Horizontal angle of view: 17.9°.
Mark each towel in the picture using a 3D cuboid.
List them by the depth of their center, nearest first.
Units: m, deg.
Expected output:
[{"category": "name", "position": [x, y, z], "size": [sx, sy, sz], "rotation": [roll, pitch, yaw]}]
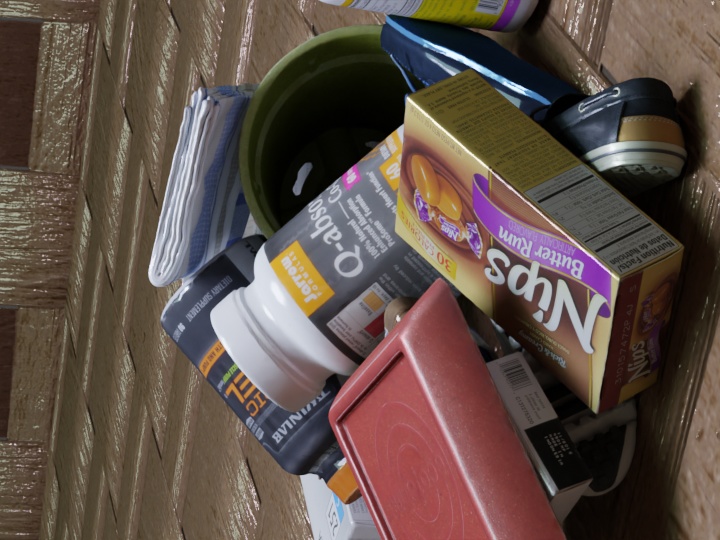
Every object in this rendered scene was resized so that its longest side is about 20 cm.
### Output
[{"category": "towel", "position": [-0.105, -0.067, 1.694], "size": [0.200, 0.024, 0.147], "rotation": [-27, -47, -76]}]

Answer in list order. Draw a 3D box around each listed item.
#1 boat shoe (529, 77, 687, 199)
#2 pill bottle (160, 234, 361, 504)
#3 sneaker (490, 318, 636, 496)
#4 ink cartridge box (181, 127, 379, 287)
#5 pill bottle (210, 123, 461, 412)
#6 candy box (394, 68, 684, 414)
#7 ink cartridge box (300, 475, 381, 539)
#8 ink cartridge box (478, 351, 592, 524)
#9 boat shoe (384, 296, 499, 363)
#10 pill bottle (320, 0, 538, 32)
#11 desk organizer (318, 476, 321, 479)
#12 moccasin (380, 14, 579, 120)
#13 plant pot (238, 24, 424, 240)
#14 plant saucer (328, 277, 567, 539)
[{"category": "boat shoe", "position": [0.141, -0.077, 1.436], "size": [0.200, 0.075, 0.062], "rotation": [160, 114, -66]}, {"category": "pill bottle", "position": [-0.048, 0.078, 1.702], "size": [0.200, 0.106, 0.106], "rotation": [48, 151, 10]}, {"category": "sneaker", "position": [0.130, 0.067, 1.480], "size": [0.081, 0.075, 0.200], "rotation": [70, -179, -52]}, {"category": "ink cartridge box", "position": [-0.050, -0.053, 1.873], "size": [0.047, 0.200, 0.160], "rotation": [-166, 79, -71]}, {"category": "pill bottle", "position": [0.000, 0.000, 1.583], "size": [0.200, 0.116, 0.116], "rotation": [-41, 30, 9]}, {"category": "candy box", "position": [0.105, -0.019, 1.401], "size": [0.200, 0.056, 0.117], "rotation": [45, 146, 34]}, {"category": "ink cartridge box", "position": [-0.025, 0.215, 2.034], "size": [0.200, 0.045, 0.176], "rotation": [-106, 25, -49]}, {"category": "ink cartridge box", "position": [0.083, 0.141, 1.454], "size": [0.095, 0.037, 0.200], "rotation": [61, 151, 22]}, {"category": "boat shoe", "position": [0.065, 0.067, 1.560], "size": [0.072, 0.072, 0.200], "rotation": [50, 174, 26]}, {"category": "pill bottle", "position": [0.026, -0.233, 1.618], "size": [0.104, 0.200, 0.104], "rotation": [-172, 90, -74]}, {"category": "desk organizer", "position": [0.013, 0.115, 1.847], "size": [0.072, 0.077, 0.200], "rotation": [-58, -15, -25]}, {"category": "moccasin", "position": [0.072, -0.124, 1.598], "size": [0.200, 0.080, 0.068], "rotation": [40, 124, 50]}, {"category": "plant pot", "position": [0.004, -0.067, 1.752], "size": [0.184, 0.200, 0.201], "rotation": [115, 155, -79]}, {"category": "plant saucer", "position": [0.046, 0.132, 1.443], "size": [0.200, 0.037, 0.200], "rotation": [65, 155, 14]}]
